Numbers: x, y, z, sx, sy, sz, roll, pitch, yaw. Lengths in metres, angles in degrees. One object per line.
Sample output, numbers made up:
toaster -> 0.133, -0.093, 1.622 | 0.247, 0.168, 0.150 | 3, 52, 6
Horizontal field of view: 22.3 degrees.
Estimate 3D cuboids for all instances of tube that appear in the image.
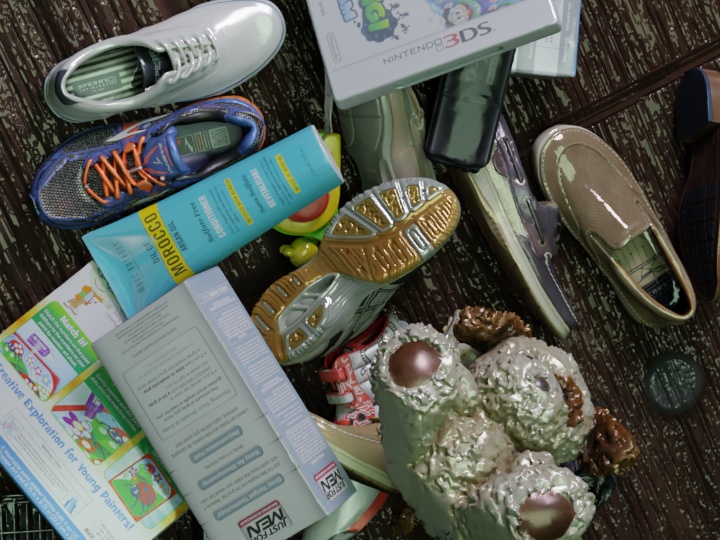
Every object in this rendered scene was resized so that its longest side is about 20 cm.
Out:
tube -> -0.110, -0.041, 1.405 | 0.200, 0.050, 0.078 | -30, 83, 5

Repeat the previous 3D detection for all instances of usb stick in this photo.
usb stick -> 0.096, -0.177, 1.445 | 0.055, 0.033, 0.201 | 13, 94, -9

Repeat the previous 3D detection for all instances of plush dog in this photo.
plush dog -> 0.104, 0.121, 1.361 | 0.172, 0.161, 0.200 | -35, 75, -32

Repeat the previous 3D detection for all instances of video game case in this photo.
video game case -> 0.041, -0.244, 1.415 | 0.181, 0.024, 0.201 | -19, 70, 9

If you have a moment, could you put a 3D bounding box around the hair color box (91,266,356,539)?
hair color box -> -0.101, 0.110, 1.362 | 0.099, 0.061, 0.200 | -32, 88, 24

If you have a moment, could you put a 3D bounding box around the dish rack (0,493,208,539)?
dish rack -> -0.199, 0.240, 1.458 | 0.199, 0.055, 0.154 | -2, 94, -13

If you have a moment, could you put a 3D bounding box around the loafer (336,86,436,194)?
loafer -> 0.028, -0.102, 1.480 | 0.063, 0.072, 0.201 | -22, 113, -29

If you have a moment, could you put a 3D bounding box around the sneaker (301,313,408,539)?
sneaker -> -0.008, 0.131, 1.493 | 0.108, 0.067, 0.202 | 43, 80, -14

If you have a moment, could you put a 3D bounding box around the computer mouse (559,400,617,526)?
computer mouse -> 0.153, 0.159, 1.480 | 0.053, 0.200, 0.139 | 36, 117, -6

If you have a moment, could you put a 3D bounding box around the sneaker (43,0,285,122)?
sneaker -> -0.147, -0.160, 1.424 | 0.199, 0.071, 0.073 | -23, 101, -12

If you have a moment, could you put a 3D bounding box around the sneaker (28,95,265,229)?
sneaker -> -0.164, -0.089, 1.422 | 0.199, 0.078, 0.076 | -25, 98, -12

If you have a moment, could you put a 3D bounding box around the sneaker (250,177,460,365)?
sneaker -> 0.000, 0.000, 1.457 | 0.200, 0.088, 0.076 | -38, 71, 11

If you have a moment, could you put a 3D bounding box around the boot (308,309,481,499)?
boot -> 0.047, 0.102, 1.439 | 0.199, 0.072, 0.155 | 22, 84, -23

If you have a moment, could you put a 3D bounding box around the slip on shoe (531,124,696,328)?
slip on shoe -> 0.217, -0.036, 1.539 | 0.076, 0.061, 0.200 | -33, 102, -10

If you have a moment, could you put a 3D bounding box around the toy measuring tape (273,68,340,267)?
toy measuring tape -> -0.053, -0.101, 1.454 | 0.073, 0.074, 0.201 | -2, 100, -15

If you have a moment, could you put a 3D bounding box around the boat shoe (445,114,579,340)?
boat shoe -> 0.136, -0.039, 1.514 | 0.065, 0.072, 0.200 | -30, 96, -6

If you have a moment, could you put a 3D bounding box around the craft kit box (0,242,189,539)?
craft kit box -> -0.190, 0.104, 1.419 | 0.197, 0.049, 0.200 | -39, 90, -13

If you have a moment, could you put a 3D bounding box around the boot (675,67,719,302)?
boot -> 0.325, -0.071, 1.550 | 0.097, 0.075, 0.201 | 3, 81, -21

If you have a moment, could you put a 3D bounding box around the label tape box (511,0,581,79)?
label tape box -> 0.079, -0.234, 1.482 | 0.199, 0.066, 0.144 | 3, 94, -17
